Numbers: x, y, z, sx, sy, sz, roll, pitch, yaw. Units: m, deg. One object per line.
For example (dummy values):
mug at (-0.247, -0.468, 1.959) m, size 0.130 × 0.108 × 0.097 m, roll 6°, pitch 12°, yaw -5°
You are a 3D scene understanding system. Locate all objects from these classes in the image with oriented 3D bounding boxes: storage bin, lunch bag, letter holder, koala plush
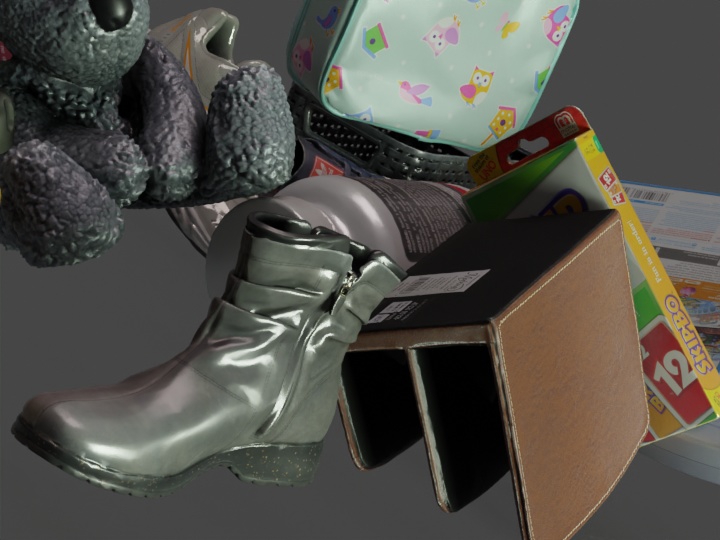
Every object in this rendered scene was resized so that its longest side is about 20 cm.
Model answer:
storage bin at (0.029, -0.071, 1.555) m, size 0.135 × 0.095 × 0.199 m, roll 31°, pitch 16°, yaw 30°
lunch bag at (0.055, -0.177, 1.464) m, size 0.199 × 0.162 × 0.077 m, roll 10°, pitch 19°, yaw -37°
letter holder at (0.078, 0.065, 1.127) m, size 0.100 × 0.144 × 0.200 m, roll -5°, pitch 15°, yaw 28°
koala plush at (-0.161, -0.125, 1.166) m, size 0.176 × 0.202 × 0.183 m, roll -22°, pitch 14°, yaw -24°

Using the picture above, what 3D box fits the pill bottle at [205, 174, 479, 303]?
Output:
pill bottle at (0.000, 0.000, 1.223) m, size 0.110 × 0.112 × 0.199 m, roll 31°, pitch 17°, yaw 30°

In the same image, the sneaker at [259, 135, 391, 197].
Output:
sneaker at (-0.010, -0.045, 1.351) m, size 0.198 × 0.076 × 0.085 m, roll 10°, pitch -29°, yaw 13°

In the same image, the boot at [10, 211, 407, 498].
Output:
boot at (-0.070, 0.032, 0.964) m, size 0.070 × 0.133 × 0.199 m, roll 32°, pitch 17°, yaw 32°

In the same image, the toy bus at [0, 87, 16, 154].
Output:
toy bus at (-0.264, -0.032, 0.953) m, size 0.190 × 0.137 × 0.200 m, roll 0°, pitch 20°, yaw -18°

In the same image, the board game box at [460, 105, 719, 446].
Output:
board game box at (0.135, 0.009, 1.218) m, size 0.030 × 0.095 × 0.201 m, roll -27°, pitch 91°, yaw -49°

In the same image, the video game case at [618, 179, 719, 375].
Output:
video game case at (0.191, 0.013, 1.324) m, size 0.142 × 0.018 × 0.200 m, roll 10°, pitch 42°, yaw 27°

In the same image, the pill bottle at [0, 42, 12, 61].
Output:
pill bottle at (-0.249, -0.122, 1.277) m, size 0.114 × 0.115 × 0.199 m, roll 30°, pitch 16°, yaw 28°

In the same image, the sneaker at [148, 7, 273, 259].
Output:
sneaker at (-0.088, -0.087, 1.304) m, size 0.201 × 0.091 × 0.076 m, roll 66°, pitch 10°, yaw 25°

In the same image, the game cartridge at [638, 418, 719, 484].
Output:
game cartridge at (0.239, 0.076, 1.269) m, size 0.199 × 0.041 × 0.133 m, roll 18°, pitch 43°, yaw 37°

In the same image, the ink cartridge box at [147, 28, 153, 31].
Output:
ink cartridge box at (-0.190, -0.134, 1.466) m, size 0.198 × 0.086 × 0.148 m, roll 25°, pitch 15°, yaw 4°
